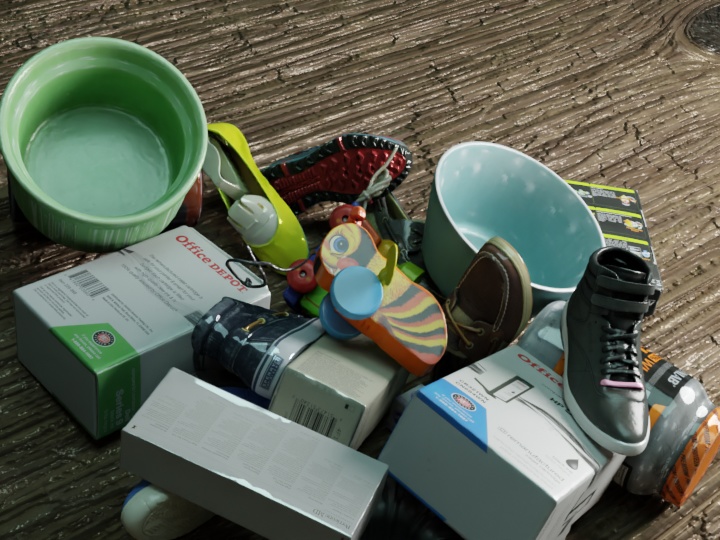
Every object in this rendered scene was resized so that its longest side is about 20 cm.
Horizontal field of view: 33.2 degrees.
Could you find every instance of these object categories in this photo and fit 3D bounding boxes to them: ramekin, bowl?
[{"bbox_3d":[-0.253,-0.116,1.183,0.197,0.098,0.203,6,65,-14],"label":"ramekin"},{"bbox_3d":[0.142,-0.024,1.240,0.198,0.106,0.203,17,43,-17],"label":"bowl"}]

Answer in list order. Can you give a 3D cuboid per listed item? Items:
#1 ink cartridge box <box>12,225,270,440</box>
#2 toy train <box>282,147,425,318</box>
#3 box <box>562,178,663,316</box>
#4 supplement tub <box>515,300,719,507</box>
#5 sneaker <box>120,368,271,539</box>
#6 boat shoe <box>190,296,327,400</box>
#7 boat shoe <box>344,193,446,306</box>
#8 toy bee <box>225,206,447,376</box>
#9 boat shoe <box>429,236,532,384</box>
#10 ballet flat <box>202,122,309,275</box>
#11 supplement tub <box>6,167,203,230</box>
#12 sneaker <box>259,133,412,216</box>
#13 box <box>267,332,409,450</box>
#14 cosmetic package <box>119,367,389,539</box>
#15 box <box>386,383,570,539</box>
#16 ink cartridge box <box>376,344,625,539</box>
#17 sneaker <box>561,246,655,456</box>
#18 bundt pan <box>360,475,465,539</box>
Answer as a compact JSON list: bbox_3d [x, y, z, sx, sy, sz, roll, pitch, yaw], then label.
[{"bbox_3d":[-0.202,0.052,1.136,0.198,0.085,0.145,-24,45,-36],"label":"ink cartridge box"},{"bbox_3d":[0.020,-0.019,1.236,0.115,0.085,0.201,36,80,11],"label":"toy train"},{"bbox_3d":[0.237,-0.037,1.403,0.196,0.048,0.194,7,37,-5],"label":"box"},{"bbox_3d":[0.239,0.127,1.141,0.199,0.124,0.122,32,42,22],"label":"supplement tub"},{"bbox_3d":[-0.147,0.149,1.043,0.111,0.077,0.199,41,43,24],"label":"sneaker"},{"bbox_3d":[-0.086,0.060,1.105,0.090,0.072,0.200,31,6,8],"label":"boat shoe"},{"bbox_3d":[0.048,-0.029,1.308,0.071,0.066,0.201,27,19,-46],"label":"boat shoe"},{"bbox_3d":[0.000,0.000,1.073,0.199,0.130,0.110,39,62,-20],"label":"toy bee"},{"bbox_3d":[0.103,0.055,1.133,0.071,0.201,0.072,-29,63,-31],"label":"boat shoe"},{"bbox_3d":[-0.127,-0.079,1.305,0.067,0.067,0.202,10,45,-59],"label":"ballet flat"},{"bbox_3d":[-0.271,-0.092,1.283,0.197,0.108,0.108,-4,41,-20],"label":"supplement tub"},{"bbox_3d":[-0.030,-0.119,1.353,0.197,0.080,0.096,-10,22,24],"label":"sneaker"},{"bbox_3d":[-0.013,0.103,1.088,0.081,0.069,0.200,25,17,11],"label":"box"},{"bbox_3d":[-0.085,0.156,0.953,0.197,0.051,0.083,23,38,12],"label":"cosmetic package"},{"bbox_3d":[0.105,0.184,1.102,0.041,0.039,0.200,-20,49,-38],"label":"box"},{"bbox_3d":[0.129,0.151,1.025,0.145,0.085,0.199,36,25,21],"label":"ink cartridge box"},{"bbox_3d":[0.218,0.059,1.041,0.069,0.100,0.202,8,40,-7],"label":"sneaker"},{"bbox_3d":[0.022,0.236,0.989,0.198,0.077,0.203,8,39,-7],"label":"bundt pan"}]
